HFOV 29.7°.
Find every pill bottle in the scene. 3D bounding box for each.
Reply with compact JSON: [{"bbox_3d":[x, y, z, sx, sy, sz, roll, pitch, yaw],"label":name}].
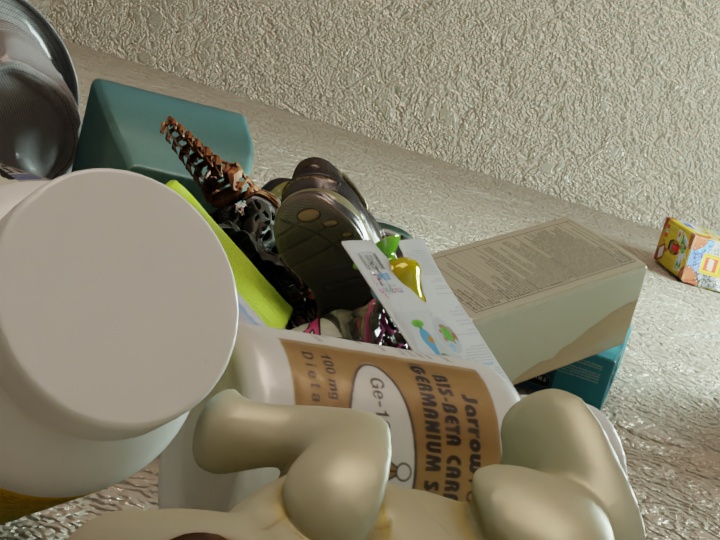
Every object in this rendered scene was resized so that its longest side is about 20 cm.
[{"bbox_3d":[0.018,0.094,0.624,0.199,0.115,0.114,11,11,-26],"label":"pill bottle"},{"bbox_3d":[-0.128,0.034,0.505,0.112,0.113,0.200,9,-19,-32],"label":"pill bottle"}]

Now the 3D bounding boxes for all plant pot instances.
[{"bbox_3d":[-0.164,-0.059,1.122,0.140,0.142,0.200,12,13,-17],"label":"plant pot"}]

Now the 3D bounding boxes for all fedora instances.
[{"bbox_3d":[-0.309,-0.137,1.177,0.177,0.201,0.090,-35,43,-26],"label":"fedora"}]

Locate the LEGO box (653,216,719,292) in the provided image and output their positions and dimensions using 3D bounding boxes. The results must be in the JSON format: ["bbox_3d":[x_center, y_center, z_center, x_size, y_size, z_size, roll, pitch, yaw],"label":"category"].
[{"bbox_3d":[0.570,-0.018,2.173,0.148,0.078,0.200,15,10,-3],"label":"LEGO box"}]

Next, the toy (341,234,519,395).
[{"bbox_3d":[0.053,0.072,0.831,0.201,0.047,0.115,61,24,13],"label":"toy"}]

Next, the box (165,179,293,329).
[{"bbox_3d":[-0.103,0.012,0.810,0.122,0.048,0.200,48,8,-5],"label":"box"}]

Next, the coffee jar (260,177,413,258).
[{"bbox_3d":[-0.033,-0.014,1.161,0.085,0.105,0.200,13,9,-28],"label":"coffee jar"}]

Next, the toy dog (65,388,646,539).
[{"bbox_3d":[-0.012,0.128,0.415,0.199,0.140,0.194,9,39,-33],"label":"toy dog"}]

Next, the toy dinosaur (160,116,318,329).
[{"bbox_3d":[-0.089,-0.017,0.998,0.200,0.102,0.136,39,30,-8],"label":"toy dinosaur"}]

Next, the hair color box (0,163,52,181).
[{"bbox_3d":[-0.339,-0.062,1.080,0.199,0.064,0.111,17,11,14],"label":"hair color box"}]

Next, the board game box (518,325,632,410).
[{"bbox_3d":[0.155,0.061,1.199,0.150,0.047,0.200,18,10,13],"label":"board game box"}]

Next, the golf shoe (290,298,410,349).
[{"bbox_3d":[-0.029,0.074,0.838,0.092,0.073,0.200,-15,6,18],"label":"golf shoe"}]

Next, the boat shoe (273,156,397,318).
[{"bbox_3d":[0.000,0.000,0.943,0.074,0.201,0.074,-8,47,14],"label":"boat shoe"}]

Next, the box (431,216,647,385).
[{"bbox_3d":[0.119,0.028,1.054,0.199,0.078,0.095,-14,38,-37],"label":"box"}]

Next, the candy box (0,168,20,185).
[{"bbox_3d":[-0.260,-0.012,0.756,0.136,0.061,0.200,-29,31,-23],"label":"candy box"}]
